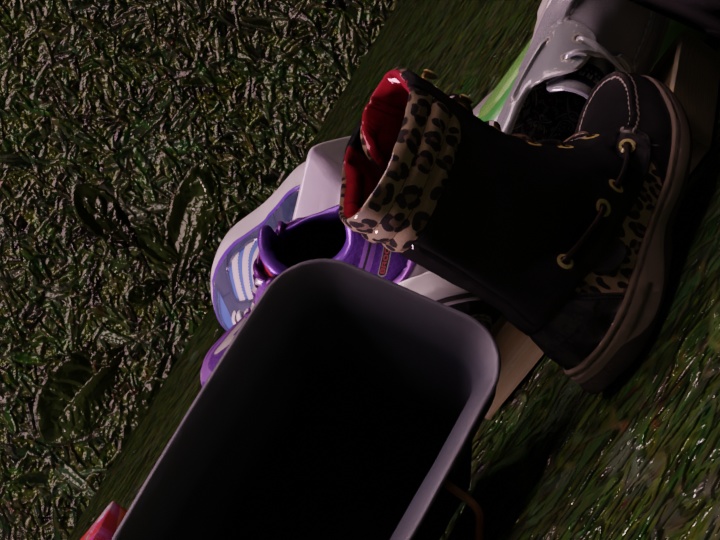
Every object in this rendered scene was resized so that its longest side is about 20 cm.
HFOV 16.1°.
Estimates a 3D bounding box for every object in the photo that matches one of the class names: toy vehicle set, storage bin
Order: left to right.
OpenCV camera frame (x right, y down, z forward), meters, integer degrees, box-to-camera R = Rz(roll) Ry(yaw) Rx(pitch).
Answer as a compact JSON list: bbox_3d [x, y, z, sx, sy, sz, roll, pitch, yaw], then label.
[{"bbox_3d":[-0.010,0.123,1.221,0.201,0.145,0.135,-60,-20,-22],"label":"storage bin"},{"bbox_3d":[0.120,-0.025,1.352,0.200,0.026,0.124,-53,7,29],"label":"toy vehicle set"}]

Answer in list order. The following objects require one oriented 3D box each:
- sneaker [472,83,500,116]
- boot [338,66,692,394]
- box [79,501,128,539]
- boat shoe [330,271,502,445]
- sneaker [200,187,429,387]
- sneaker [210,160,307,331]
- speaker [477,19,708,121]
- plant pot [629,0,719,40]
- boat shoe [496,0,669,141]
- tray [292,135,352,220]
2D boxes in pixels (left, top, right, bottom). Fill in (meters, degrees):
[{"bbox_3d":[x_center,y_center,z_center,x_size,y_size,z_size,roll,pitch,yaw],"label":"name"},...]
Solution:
[{"bbox_3d":[0.101,-0.098,1.574,0.200,0.075,0.100,-48,21,43],"label":"sneaker"},{"bbox_3d":[0.073,-0.050,1.191,0.073,0.150,0.201,-47,21,43],"label":"boot"},{"bbox_3d":[-0.211,0.282,1.999,0.200,0.095,0.100,-49,11,49],"label":"box"},{"bbox_3d":[0.007,0.069,1.351,0.200,0.070,0.064,-38,55,28],"label":"boat shoe"},{"bbox_3d":[-0.034,0.008,1.393,0.200,0.083,0.081,-44,34,39],"label":"sneaker"},{"bbox_3d":[-0.046,0.034,1.648,0.200,0.080,0.147,129,148,-49],"label":"sneaker"},{"bbox_3d":[0.133,-0.114,1.440,0.200,0.088,0.089,-54,7,23],"label":"speaker"},{"bbox_3d":[0.177,-0.222,1.253,0.200,0.198,0.178,170,122,-81],"label":"plant pot"},{"bbox_3d":[0.113,-0.089,1.331,0.202,0.070,0.071,-62,12,-3],"label":"boat shoe"},{"bbox_3d":[0.000,0.000,1.505,0.107,0.022,0.201,-17,-42,-33],"label":"tray"}]
